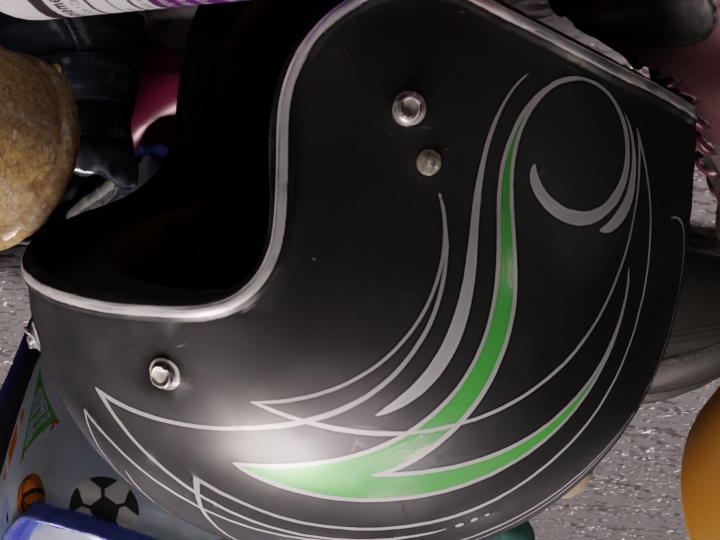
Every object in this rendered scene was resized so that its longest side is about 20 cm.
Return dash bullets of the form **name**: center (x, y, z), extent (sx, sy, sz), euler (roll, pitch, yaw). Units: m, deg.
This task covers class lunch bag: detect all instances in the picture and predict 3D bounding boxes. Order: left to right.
- **lunch bag**: center (-0.085, 0.074, 0.904), extent (0.124, 0.170, 0.200), euler (20, 149, -8)

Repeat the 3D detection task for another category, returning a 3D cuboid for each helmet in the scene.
- **helmet**: center (0.000, 0.000, 0.744), extent (0.200, 0.191, 0.200), euler (25, -174, -3)

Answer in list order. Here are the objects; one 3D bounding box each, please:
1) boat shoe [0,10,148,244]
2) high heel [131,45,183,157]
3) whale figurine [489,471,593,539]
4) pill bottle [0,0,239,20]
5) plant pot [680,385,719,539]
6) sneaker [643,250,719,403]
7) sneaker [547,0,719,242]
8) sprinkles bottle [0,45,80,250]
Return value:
- **boat shoe**: center (-0.158, -0.049, 0.870), extent (0.200, 0.091, 0.071), euler (-19, 153, 41)
- **high heel**: center (-0.050, -0.023, 0.949), extent (0.096, 0.067, 0.200), euler (-1, 156, 35)
- **whale figurine**: center (0.030, 0.073, 1.059), extent (0.159, 0.104, 0.200), euler (3, -165, -4)
- **pill bottle**: center (-0.048, -0.130, 0.647), extent (0.200, 0.112, 0.112), euler (-3, 156, 14)
- **plant pot**: center (0.270, 0.071, 1.019), extent (0.200, 0.200, 0.183), euler (10, 140, -17)
- **sneaker**: center (0.084, 0.011, 1.013), extent (0.200, 0.075, 0.079), euler (3, 155, -1)
- **sneaker**: center (0.120, -0.076, 0.826), extent (0.115, 0.076, 0.200), euler (8, 146, 0)
- **sprinkles bottle**: center (-0.168, -0.061, 0.667), extent (0.068, 0.068, 0.200), euler (-12, 159, 31)
